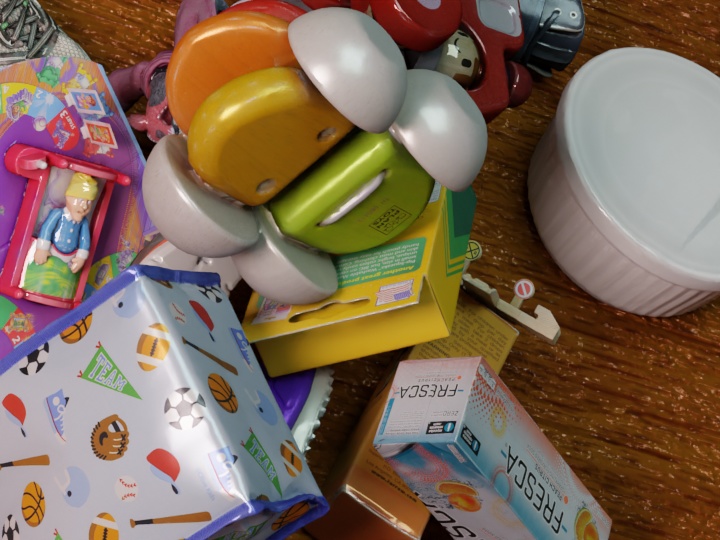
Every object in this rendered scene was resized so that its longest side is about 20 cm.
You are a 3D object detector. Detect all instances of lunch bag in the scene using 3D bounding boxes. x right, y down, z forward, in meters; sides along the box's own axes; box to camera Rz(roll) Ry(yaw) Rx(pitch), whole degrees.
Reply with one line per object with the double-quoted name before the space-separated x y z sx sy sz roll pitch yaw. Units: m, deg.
"lunch bag" -0.144 0.117 1.502 0.124 0.200 0.170 11 48 -62

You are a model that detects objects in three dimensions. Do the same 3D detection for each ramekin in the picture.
"ramekin" 0.215 -0.057 1.881 0.202 0.094 0.203 15 53 -21

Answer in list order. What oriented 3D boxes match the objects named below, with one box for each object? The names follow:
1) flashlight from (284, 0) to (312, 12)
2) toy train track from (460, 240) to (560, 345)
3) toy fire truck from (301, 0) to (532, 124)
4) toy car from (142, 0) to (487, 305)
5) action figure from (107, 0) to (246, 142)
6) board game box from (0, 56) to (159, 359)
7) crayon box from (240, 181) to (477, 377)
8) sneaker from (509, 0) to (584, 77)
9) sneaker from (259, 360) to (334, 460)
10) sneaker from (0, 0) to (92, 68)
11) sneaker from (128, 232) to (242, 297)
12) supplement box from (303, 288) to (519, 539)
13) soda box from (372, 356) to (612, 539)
"flashlight" -0.028 -0.152 1.825 0.068 0.068 0.200 29 44 -58
"toy train track" 0.055 -0.012 1.761 0.200 0.115 0.033 30 84 11
"toy fire truck" 0.049 -0.182 1.773 0.168 0.112 0.200 14 55 -33
"toy car" -0.038 -0.089 1.534 0.200 0.175 0.150 31 26 -48
"action figure" -0.097 -0.129 1.702 0.134 0.149 0.200 18 18 12
"board game box" -0.188 -0.030 1.584 0.158 0.039 0.200 -36 119 -24
"crayon box" 0.000 0.000 1.641 0.200 0.126 0.052 -74 147 -57
"sneaker" 0.091 -0.169 1.893 0.146 0.077 0.203 26 49 -10
"sneaker" -0.085 0.102 1.618 0.099 0.070 0.200 26 50 -10
"sneaker" -0.253 -0.175 1.691 0.200 0.085 0.078 39 49 -4
"sneaker" -0.090 -0.026 1.627 0.200 0.082 0.077 -38 107 -27
"supplement box" 0.036 0.104 1.690 0.069 0.067 0.200 33 50 -7
"soda box" 0.088 0.138 1.631 0.200 0.063 0.068 51 46 -39
